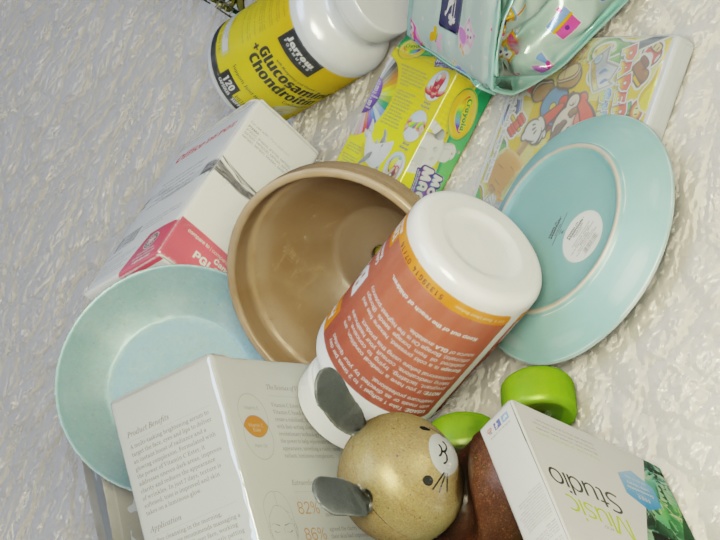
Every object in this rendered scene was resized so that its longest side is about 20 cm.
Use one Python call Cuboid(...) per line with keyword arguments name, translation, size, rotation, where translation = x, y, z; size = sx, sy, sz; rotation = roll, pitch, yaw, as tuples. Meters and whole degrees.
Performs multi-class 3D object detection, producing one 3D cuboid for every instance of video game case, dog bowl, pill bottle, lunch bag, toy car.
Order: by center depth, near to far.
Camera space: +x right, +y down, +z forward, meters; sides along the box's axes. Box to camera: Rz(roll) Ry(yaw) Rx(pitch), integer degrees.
Cuboid(name="toy car", translation=(0.048, 0.139, 1.318), size=(0.158, 0.200, 0.164), rotation=(-35, 43, 37))
Cuboid(name="pill bottle", translation=(0.037, 0.044, 1.416), size=(0.200, 0.112, 0.112), rotation=(-51, 33, 36))
Cuboid(name="video game case", translation=(0.160, -0.088, 1.482), size=(0.182, 0.023, 0.200), rotation=(7, 74, 56))
Cuboid(name="lunch bag", translation=(0.128, -0.242, 1.529), size=(0.200, 0.122, 0.170), rotation=(-52, 33, 2))
Cuboid(name="dog bowl", translation=(-0.208, 0.186, 1.690), size=(0.200, 0.059, 0.200), rotation=(170, 90, -77))
Cuboid(name="pill bottle", translation=(-0.044, -0.218, 1.774), size=(0.200, 0.112, 0.112), rotation=(-25, 49, 45))

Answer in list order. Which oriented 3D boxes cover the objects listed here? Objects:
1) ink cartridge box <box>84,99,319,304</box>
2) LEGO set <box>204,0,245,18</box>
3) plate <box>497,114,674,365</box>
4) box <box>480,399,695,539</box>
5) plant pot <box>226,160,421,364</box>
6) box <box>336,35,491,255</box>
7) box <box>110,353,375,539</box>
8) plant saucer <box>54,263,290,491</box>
Cuboid(name="ink cartridge box", translation=(-0.143, -0.044, 1.735), size=(0.146, 0.085, 0.200), rotation=(-26, 29, 51))
Cuboid(name="LEGO set", translation=(-0.126, -0.323, 1.911), size=(0.116, 0.200, 0.154), rotation=(-56, 13, 8))
Cuboid(name="plate", translation=(0.150, -0.028, 1.413), size=(0.200, 0.026, 0.200), rotation=(-34, 43, 39))
Cuboid(name="box", translation=(0.162, 0.179, 1.183), size=(0.036, 0.144, 0.200), rotation=(-48, 36, 24))
Cuboid(name="plant pot", translation=(0.000, 0.000, 1.541), size=(0.201, 0.201, 0.093), rotation=(-40, 0, 32))
Cuboid(name="box", translation=(0.038, -0.110, 1.648), size=(0.117, 0.048, 0.200), rotation=(33, 98, 57))
Cuboid(name="box", translation=(-0.082, 0.177, 1.450), size=(0.106, 0.152, 0.200), rotation=(-26, 71, 30))
Cuboid(name="plant saucer", translation=(-0.154, 0.095, 1.600), size=(0.201, 0.039, 0.201), rotation=(-2, 70, 7))
